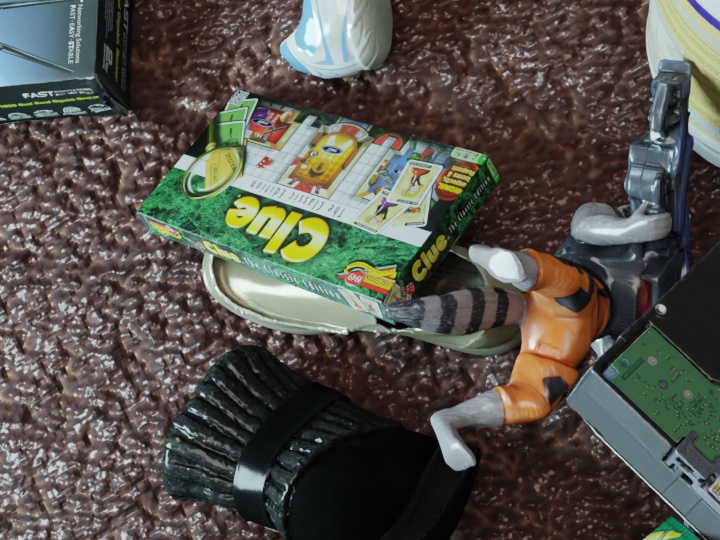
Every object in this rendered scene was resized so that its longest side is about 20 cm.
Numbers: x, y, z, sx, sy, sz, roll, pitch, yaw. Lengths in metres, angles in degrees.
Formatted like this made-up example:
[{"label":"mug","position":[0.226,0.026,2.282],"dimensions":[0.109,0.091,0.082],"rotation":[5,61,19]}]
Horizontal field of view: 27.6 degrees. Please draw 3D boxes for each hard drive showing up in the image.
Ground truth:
[{"label":"hard drive","position":[0.209,0.050,0.711],"dimensions":[0.140,0.038,0.199],"rotation":[43,54,13]}]

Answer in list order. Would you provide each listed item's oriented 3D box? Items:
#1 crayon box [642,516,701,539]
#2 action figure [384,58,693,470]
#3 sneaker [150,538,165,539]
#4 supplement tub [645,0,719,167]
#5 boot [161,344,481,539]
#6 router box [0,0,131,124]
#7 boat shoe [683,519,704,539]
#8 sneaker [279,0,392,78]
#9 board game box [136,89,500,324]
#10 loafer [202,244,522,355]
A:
[{"label":"crayon box","position":[0.159,0.233,0.679],"dimensions":[0.118,0.058,0.201],"rotation":[-35,97,-2]},{"label":"action figure","position":[0.111,-0.010,0.756],"dimensions":[0.104,0.192,0.203],"rotation":[17,115,37]},{"label":"sneaker","position":[-0.039,0.206,0.788],"dimensions":[0.198,0.066,0.079],"rotation":[20,84,17]},{"label":"supplement tub","position":[0.219,-0.140,0.743],"dimensions":[0.143,0.200,0.148],"rotation":[-2,72,7]},{"label":"boot","position":[-0.040,0.122,0.753],"dimensions":[0.156,0.211,0.080],"rotation":[23,113,13]},{"label":"router box","position":[-0.223,-0.195,0.935],"dimensions":[0.148,0.062,0.203],"rotation":[-4,75,10]},{"label":"boat shoe","position":[0.197,0.121,0.754],"dimensions":[0.071,0.068,0.203],"rotation":[4,77,14]},{"label":"sneaker","position":[-0.010,-0.214,0.890],"dimensions":[0.071,0.072,0.203],"rotation":[1,72,22]},{"label":"board game box","position":[-0.029,-0.042,0.821],"dimensions":[0.198,0.024,0.105],"rotation":[19,65,39]},{"label":"loafer","position":[0.000,0.000,0.830],"dimensions":[0.197,0.068,0.077],"rotation":[7,77,14]}]
